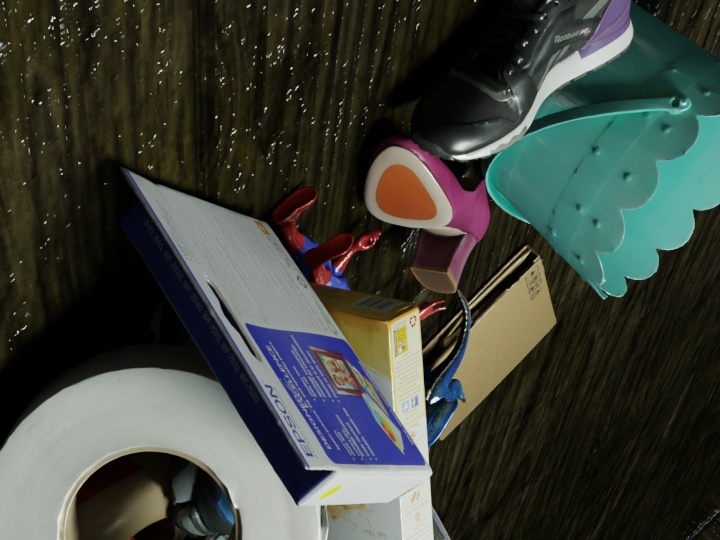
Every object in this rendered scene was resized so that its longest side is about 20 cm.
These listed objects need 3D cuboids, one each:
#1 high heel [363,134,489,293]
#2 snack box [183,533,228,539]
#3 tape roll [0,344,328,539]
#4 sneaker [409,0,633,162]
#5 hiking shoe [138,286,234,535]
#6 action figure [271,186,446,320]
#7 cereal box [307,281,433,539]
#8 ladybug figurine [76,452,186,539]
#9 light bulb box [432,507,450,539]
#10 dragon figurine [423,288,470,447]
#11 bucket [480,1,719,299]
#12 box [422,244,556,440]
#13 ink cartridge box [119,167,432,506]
[{"bbox_3d":[0.050,-0.067,1.353,0.200,0.067,0.096,73,32,-63],"label":"high heel"},{"bbox_3d":[-0.122,0.188,1.371,0.200,0.116,0.037,-45,116,-9],"label":"snack box"},{"bbox_3d":[-0.121,0.147,1.140,0.202,0.202,0.071,-49,-173,5],"label":"tape roll"},{"bbox_3d":[0.102,-0.154,1.268,0.200,0.076,0.088,-41,145,-29],"label":"sneaker"},{"bbox_3d":[-0.080,0.085,1.214,0.074,0.087,0.200,-53,143,-47],"label":"hiking shoe"},{"bbox_3d":[0.000,0.000,1.321,0.099,0.065,0.200,-30,157,-12],"label":"action figure"},{"bbox_3d":[-0.022,0.108,1.247,0.040,0.144,0.200,-25,117,-48],"label":"cereal box"},{"bbox_3d":[-0.191,0.184,1.267,0.200,0.072,0.136,-35,157,-33],"label":"ladybug figurine"},{"bbox_3d":[-0.003,0.287,1.593,0.200,0.125,0.198,-30,-166,-1],"label":"light bulb box"},{"bbox_3d":[0.046,0.116,1.602,0.200,0.059,0.099,-57,173,8],"label":"dragon figurine"},{"bbox_3d":[0.196,-0.094,1.450,0.207,0.135,0.207,-42,160,-19],"label":"bucket"},{"bbox_3d":[0.111,0.070,1.757,0.163,0.021,0.200,-45,161,-6],"label":"box"},{"bbox_3d":[-0.056,0.044,1.094,0.047,0.198,0.200,-38,162,15],"label":"ink cartridge box"}]
